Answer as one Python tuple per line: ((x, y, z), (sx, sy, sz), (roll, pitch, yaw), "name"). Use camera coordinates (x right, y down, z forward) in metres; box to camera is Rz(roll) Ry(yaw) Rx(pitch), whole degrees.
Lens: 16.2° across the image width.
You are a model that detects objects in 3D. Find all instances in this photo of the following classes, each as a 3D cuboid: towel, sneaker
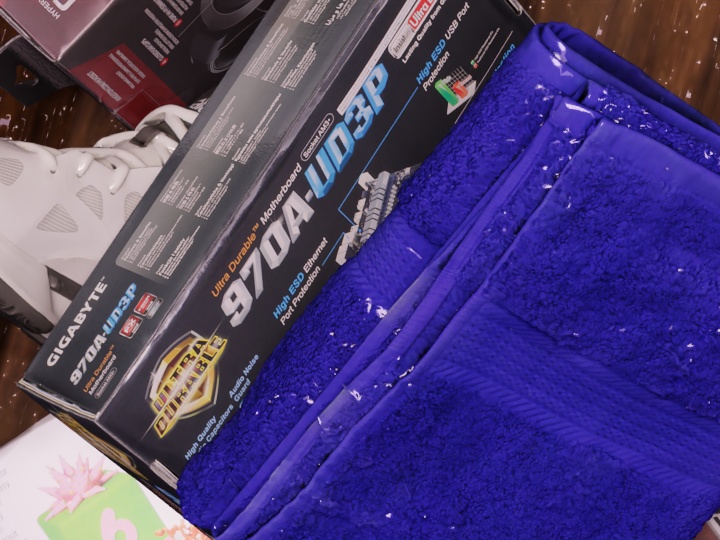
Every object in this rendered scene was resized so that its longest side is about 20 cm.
((0.054, 0.038, 0.745), (0.147, 0.050, 0.200), (29, 119, -18), "towel")
((-0.088, -0.034, 0.831), (0.076, 0.200, 0.116), (27, 80, 41), "sneaker")

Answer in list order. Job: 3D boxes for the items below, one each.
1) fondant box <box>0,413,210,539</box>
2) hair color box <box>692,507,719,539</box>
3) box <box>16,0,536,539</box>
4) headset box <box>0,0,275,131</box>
((-0.054, 0.135, 0.925), (0.144, 0.058, 0.201), (-32, 87, 1), "fondant box")
((0.110, 0.102, 0.828), (0.200, 0.061, 0.102), (-45, 77, 30), "hair color box")
((0.000, 0.000, 0.841), (0.046, 0.159, 0.200), (21, 74, 45), "box")
((-0.052, -0.131, 0.887), (0.200, 0.149, 0.077), (-45, 73, 1), "headset box")
